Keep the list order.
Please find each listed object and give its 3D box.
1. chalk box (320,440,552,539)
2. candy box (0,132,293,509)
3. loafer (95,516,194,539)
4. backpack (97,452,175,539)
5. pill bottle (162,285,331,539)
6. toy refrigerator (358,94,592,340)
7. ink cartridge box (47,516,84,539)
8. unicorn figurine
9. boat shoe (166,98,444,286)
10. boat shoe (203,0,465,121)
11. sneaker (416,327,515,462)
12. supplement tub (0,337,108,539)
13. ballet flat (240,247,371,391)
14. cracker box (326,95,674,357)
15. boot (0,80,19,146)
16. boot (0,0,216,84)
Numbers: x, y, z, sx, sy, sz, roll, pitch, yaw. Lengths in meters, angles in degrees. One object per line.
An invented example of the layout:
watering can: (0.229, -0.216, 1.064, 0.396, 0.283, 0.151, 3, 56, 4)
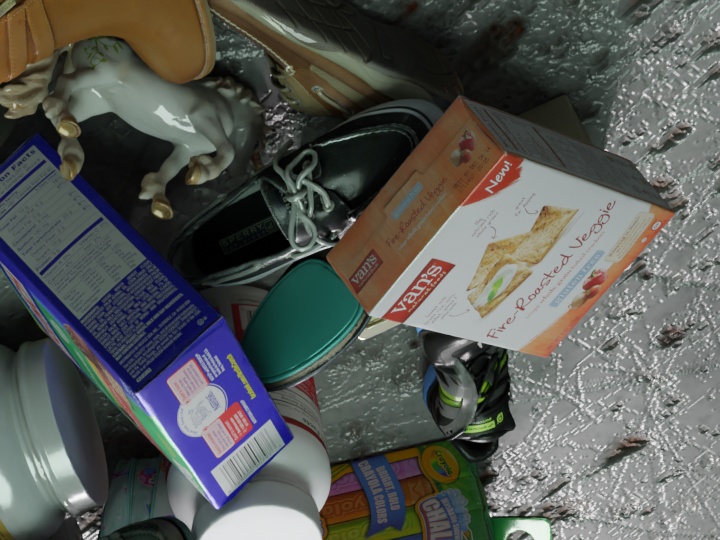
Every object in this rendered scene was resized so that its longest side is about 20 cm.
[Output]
chalk box: (0.047, 0.219, 1.675, 0.199, 0.124, 0.125, -12, 132, -2)
candy box: (-0.148, 0.033, 1.385, 0.077, 0.200, 0.169, -40, 148, -10)
loafer: (-0.187, 0.224, 1.448, 0.063, 0.072, 0.200, -2, 153, -49)
backpack: (-0.136, 0.232, 1.629, 0.126, 0.167, 0.201, 2, 125, -8)
pill bottle: (-0.081, 0.114, 1.497, 0.112, 0.201, 0.113, -6, 133, -6)
toy refrigerator: (0.069, -0.033, 1.485, 0.199, 0.070, 0.076, -24, 133, 10)
ink cartridge box: (-0.266, 0.226, 1.528, 0.160, 0.200, 0.050, -19, 93, -9)
unicorn figurine: (-0.123, -0.093, 1.365, 0.200, 0.138, 0.074, 39, 126, -21)
boat shoe: (-0.036, -0.045, 1.359, 0.199, 0.074, 0.068, -22, 179, 24)
boat shoe: (-0.025, -0.130, 1.375, 0.199, 0.076, 0.072, 28, 123, -30)
sneaker: (0.083, 0.075, 1.547, 0.070, 0.083, 0.200, -22, 153, -10)
supplement tub: (-0.287, 0.134, 1.508, 0.199, 0.145, 0.145, -18, 133, 4)
ballet flat: (0.000, 0.000, 1.420, 0.073, 0.073, 0.200, 29, 105, -32)
cracker box: (0.091, -0.022, 1.370, 0.200, 0.058, 0.134, 14, 122, -50)
boot: (-0.248, -0.159, 1.320, 0.075, 0.074, 0.201, 11, 140, 17)
boot: (-0.177, -0.148, 1.268, 0.073, 0.155, 0.200, 2, 137, 43)
